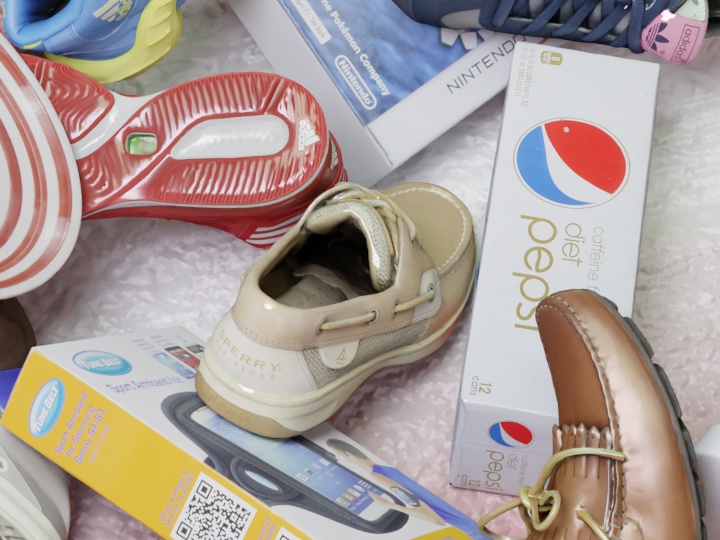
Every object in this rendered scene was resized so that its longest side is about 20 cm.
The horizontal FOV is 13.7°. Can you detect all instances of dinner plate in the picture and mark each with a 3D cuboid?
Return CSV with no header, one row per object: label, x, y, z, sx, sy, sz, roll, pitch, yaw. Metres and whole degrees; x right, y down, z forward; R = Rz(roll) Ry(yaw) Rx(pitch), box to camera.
dinner plate,-0.194,-0.064,1.160,0.200,0.024,0.201,30,34,-23

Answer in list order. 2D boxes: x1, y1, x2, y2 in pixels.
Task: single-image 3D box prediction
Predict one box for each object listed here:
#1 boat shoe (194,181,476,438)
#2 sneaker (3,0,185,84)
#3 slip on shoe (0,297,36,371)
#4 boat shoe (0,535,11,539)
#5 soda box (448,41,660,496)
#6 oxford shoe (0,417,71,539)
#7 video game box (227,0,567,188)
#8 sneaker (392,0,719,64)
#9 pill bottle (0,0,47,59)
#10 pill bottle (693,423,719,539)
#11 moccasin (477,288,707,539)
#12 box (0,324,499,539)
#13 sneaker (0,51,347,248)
boat shoe,0.000,0.000,1.237,0.072,0.065,0.200,29,31,16
sneaker,-0.080,-0.158,1.240,0.076,0.201,0.105,41,23,20
slip on shoe,-0.216,-0.015,1.279,0.200,0.076,0.060,34,18,31
boat shoe,-0.114,0.184,1.119,0.059,0.072,0.201,-12,58,-13
soda box,0.084,-0.001,1.278,0.068,0.064,0.201,9,53,2
oxford shoe,-0.189,0.051,1.176,0.200,0.075,0.058,46,34,-18
video game box,0.016,-0.167,1.357,0.182,0.047,0.201,-37,94,-29
sneaker,0.110,-0.126,1.314,0.199,0.070,0.082,-12,55,-26
pill bottle,-0.155,-0.164,1.360,0.113,0.114,0.200,26,56,17
pill bottle,0.222,0.051,1.214,0.200,0.109,0.109,-37,62,-27
moccasin,0.090,0.108,1.152,0.077,0.074,0.203,-7,88,-12
box,-0.049,0.078,1.183,0.199,0.042,0.119,34,17,20
sneaker,-0.101,-0.038,1.281,0.199,0.116,0.079,6,75,15
